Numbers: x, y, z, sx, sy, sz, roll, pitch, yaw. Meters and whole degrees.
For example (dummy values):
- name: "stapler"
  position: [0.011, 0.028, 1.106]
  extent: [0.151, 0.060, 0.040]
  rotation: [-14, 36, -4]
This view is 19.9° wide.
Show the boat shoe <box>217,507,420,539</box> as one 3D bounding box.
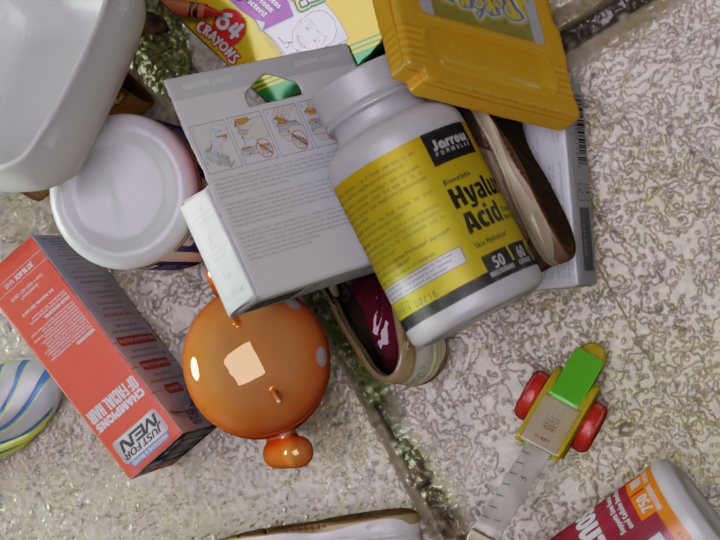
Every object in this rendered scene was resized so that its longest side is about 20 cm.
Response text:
- name: "boat shoe"
  position: [-0.047, 0.238, 1.645]
  extent: [0.198, 0.071, 0.070]
  rotation: [-9, 88, 10]

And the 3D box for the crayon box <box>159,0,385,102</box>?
- name: "crayon box"
  position: [-0.057, -0.239, 1.651]
  extent: [0.200, 0.058, 0.173]
  rotation: [43, 98, 9]

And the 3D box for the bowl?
- name: "bowl"
  position: [-0.248, -0.141, 1.521]
  extent: [0.199, 0.075, 0.201]
  rotation: [4, 64, 43]

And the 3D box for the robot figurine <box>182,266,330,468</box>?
- name: "robot figurine"
  position: [-0.078, 0.074, 1.583]
  extent: [0.116, 0.200, 0.145]
  rotation: [15, 83, 0]

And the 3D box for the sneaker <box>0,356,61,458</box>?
- name: "sneaker"
  position: [-0.342, 0.135, 1.691]
  extent: [0.199, 0.105, 0.076]
  rotation: [-31, 84, 11]

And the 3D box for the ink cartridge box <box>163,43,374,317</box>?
- name: "ink cartridge box"
  position: [-0.053, -0.071, 1.543]
  extent: [0.043, 0.199, 0.175]
  rotation: [-33, 79, 44]

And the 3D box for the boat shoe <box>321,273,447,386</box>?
- name: "boat shoe"
  position: [0.000, 0.000, 1.623]
  extent: [0.074, 0.066, 0.201]
  rotation: [-38, 74, 27]

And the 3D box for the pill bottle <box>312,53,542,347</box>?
- name: "pill bottle"
  position: [0.043, -0.055, 1.509]
  extent: [0.111, 0.111, 0.201]
  rotation: [-28, 85, 11]

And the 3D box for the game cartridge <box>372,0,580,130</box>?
- name: "game cartridge"
  position: [0.077, -0.210, 1.541]
  extent: [0.032, 0.175, 0.201]
  rotation: [-37, 57, 40]

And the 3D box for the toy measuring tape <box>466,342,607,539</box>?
- name: "toy measuring tape"
  position: [0.137, 0.141, 1.588]
  extent: [0.073, 0.074, 0.201]
  rotation: [28, 66, 10]

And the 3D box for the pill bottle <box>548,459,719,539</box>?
- name: "pill bottle"
  position: [0.188, 0.245, 1.573]
  extent: [0.200, 0.113, 0.113]
  rotation: [-38, 83, 9]

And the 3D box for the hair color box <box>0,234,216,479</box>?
- name: "hair color box"
  position: [-0.208, 0.067, 1.659]
  extent: [0.064, 0.111, 0.200]
  rotation: [-41, 82, 10]

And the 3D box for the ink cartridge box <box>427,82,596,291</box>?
- name: "ink cartridge box"
  position: [0.086, -0.060, 1.639]
  extent: [0.199, 0.047, 0.162]
  rotation: [-5, 90, 29]

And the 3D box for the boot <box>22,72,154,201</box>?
- name: "boot"
  position: [-0.271, -0.142, 1.639]
  extent: [0.144, 0.201, 0.071]
  rotation: [-42, 50, 17]

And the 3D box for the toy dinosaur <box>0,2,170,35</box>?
- name: "toy dinosaur"
  position: [-0.265, -0.206, 1.652]
  extent: [0.135, 0.199, 0.086]
  rotation: [16, 125, 49]

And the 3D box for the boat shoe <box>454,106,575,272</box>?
- name: "boat shoe"
  position: [0.092, -0.084, 1.572]
  extent: [0.072, 0.072, 0.201]
  rotation: [-29, 85, 23]

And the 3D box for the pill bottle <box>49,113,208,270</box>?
- name: "pill bottle"
  position: [-0.158, -0.057, 1.602]
  extent: [0.115, 0.200, 0.117]
  rotation: [0, 89, 11]
